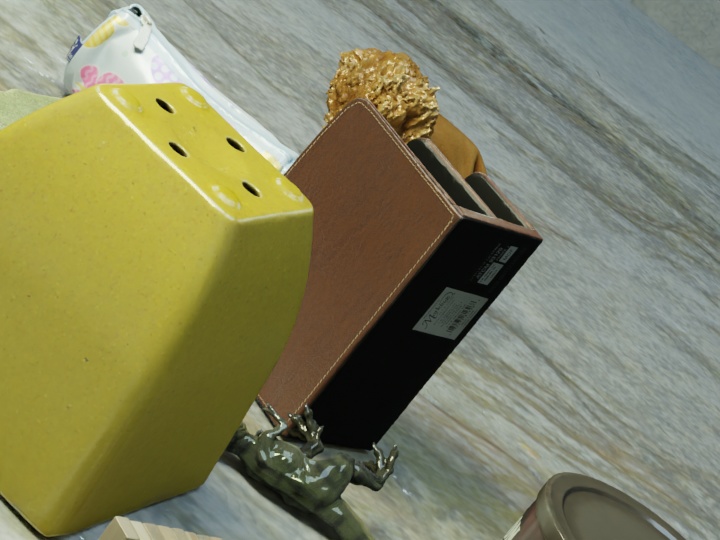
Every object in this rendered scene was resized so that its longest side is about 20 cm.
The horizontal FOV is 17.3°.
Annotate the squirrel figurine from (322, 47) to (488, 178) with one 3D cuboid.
[{"bbox_3d":[0.007,-0.070,1.840,0.141,0.201,0.187,3,28,20],"label":"squirrel figurine"}]

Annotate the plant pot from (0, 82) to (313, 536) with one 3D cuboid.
[{"bbox_3d":[-0.141,0.002,1.361,0.194,0.200,0.195,44,19,14],"label":"plant pot"}]

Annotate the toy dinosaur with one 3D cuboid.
[{"bbox_3d":[-0.024,0.131,1.525,0.200,0.047,0.088,39,33,-2],"label":"toy dinosaur"}]

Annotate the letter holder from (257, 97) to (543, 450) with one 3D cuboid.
[{"bbox_3d":[0.000,0.000,1.623,0.100,0.200,0.142,14,31,-51],"label":"letter holder"}]

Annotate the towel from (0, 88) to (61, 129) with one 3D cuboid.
[{"bbox_3d":[-0.196,-0.067,1.668,0.148,0.037,0.200,48,20,21],"label":"towel"}]

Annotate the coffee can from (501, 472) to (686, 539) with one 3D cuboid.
[{"bbox_3d":[0.097,0.231,1.279,0.146,0.200,0.147,34,19,-13],"label":"coffee can"}]

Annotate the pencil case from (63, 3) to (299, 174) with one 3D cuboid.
[{"bbox_3d":[-0.133,-0.112,1.802,0.200,0.091,0.083,44,20,12],"label":"pencil case"}]

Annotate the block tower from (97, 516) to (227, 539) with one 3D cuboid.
[{"bbox_3d":[-0.066,0.187,1.305,0.199,0.058,0.054,17,29,-44],"label":"block tower"}]
